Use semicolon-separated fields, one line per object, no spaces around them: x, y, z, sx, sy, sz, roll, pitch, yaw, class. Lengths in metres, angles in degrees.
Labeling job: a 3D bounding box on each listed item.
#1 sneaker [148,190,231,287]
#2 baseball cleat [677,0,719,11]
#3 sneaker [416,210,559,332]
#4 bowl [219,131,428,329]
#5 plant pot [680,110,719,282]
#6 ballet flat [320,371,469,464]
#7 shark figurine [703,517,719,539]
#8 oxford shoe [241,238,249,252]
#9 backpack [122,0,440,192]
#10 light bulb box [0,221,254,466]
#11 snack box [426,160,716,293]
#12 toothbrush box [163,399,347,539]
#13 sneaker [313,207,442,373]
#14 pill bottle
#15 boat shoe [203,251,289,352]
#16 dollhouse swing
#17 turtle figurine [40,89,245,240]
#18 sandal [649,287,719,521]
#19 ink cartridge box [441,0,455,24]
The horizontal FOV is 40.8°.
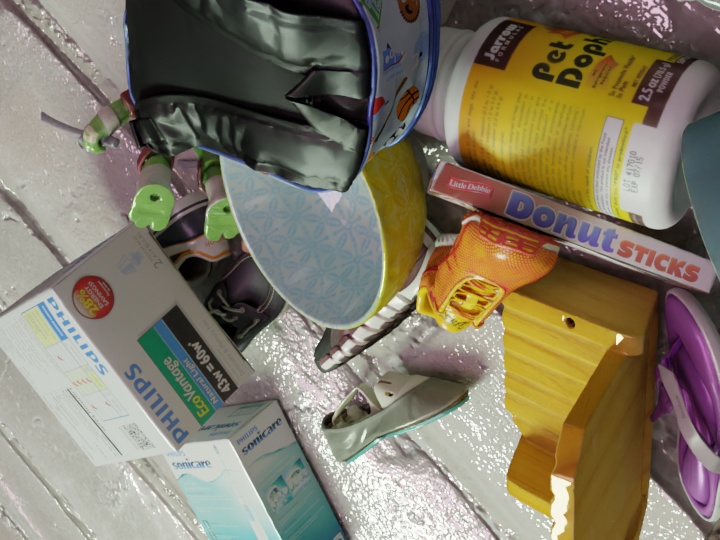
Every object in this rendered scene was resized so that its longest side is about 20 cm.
-0.211;-0.006;1.038;0.199;0.078;0.080;-33;88;45;sneaker
0.192;-0.218;0.565;0.199;0.070;0.107;34;134;18;baseball cleat
0.087;0.007;0.683;0.072;0.078;0.200;21;170;-3;sneaker
-0.011;-0.068;0.756;0.199;0.107;0.202;34;138;37;bowl
0.294;-0.028;0.516;0.160;0.200;0.202;-29;96;32;plant pot
0.023;0.133;0.935;0.200;0.067;0.064;-37;83;47;ballet flat
0.354;0.192;0.699;0.212;0.129;0.090;8;149;17;shark figurine
-0.052;-0.093;0.872;0.074;0.071;0.201;18;130;-2;oxford shoe
-0.045;-0.144;0.577;0.190;0.154;0.201;34;144;26;backpack
-0.248;0.081;0.989;0.199;0.125;0.199;-20;110;49;light bulb box
0.143;-0.031;0.674;0.198;0.072;0.025;21;95;1;snack box
-0.124;0.262;1.128;0.145;0.085;0.202;-16;106;46;toothbrush box
0.000;0.000;0.876;0.116;0.075;0.200;52;127;9;sneaker
0.133;-0.107;0.657;0.198;0.109;0.110;21;128;29;pill bottle
-0.130;0.044;1.011;0.073;0.063;0.200;45;136;7;boat shoe
0.134;0.125;0.733;0.181;0.175;0.202;22;130;41;dollhouse swing
-0.174;-0.101;0.889;0.199;0.195;0.144;-31;137;18;turtle figurine
0.241;0.110;0.713;0.083;0.049;0.205;-123;15;-63;sandal
0.010;-0.247;0.663;0.128;0.125;0.201;40;135;13;ink cartridge box
